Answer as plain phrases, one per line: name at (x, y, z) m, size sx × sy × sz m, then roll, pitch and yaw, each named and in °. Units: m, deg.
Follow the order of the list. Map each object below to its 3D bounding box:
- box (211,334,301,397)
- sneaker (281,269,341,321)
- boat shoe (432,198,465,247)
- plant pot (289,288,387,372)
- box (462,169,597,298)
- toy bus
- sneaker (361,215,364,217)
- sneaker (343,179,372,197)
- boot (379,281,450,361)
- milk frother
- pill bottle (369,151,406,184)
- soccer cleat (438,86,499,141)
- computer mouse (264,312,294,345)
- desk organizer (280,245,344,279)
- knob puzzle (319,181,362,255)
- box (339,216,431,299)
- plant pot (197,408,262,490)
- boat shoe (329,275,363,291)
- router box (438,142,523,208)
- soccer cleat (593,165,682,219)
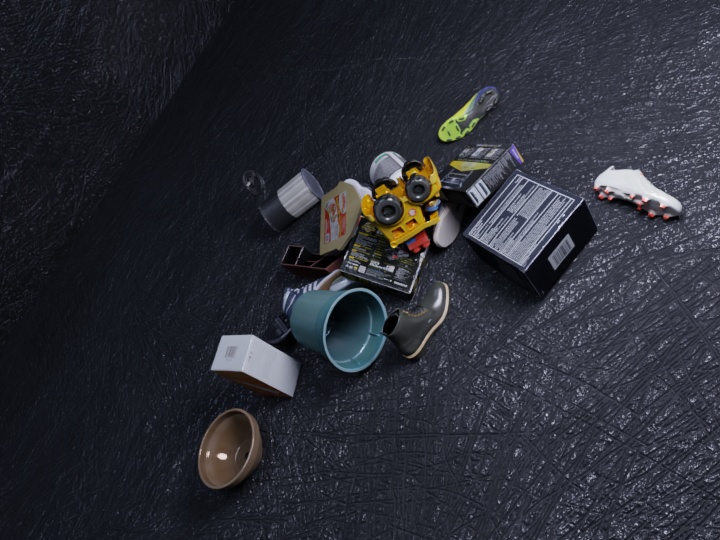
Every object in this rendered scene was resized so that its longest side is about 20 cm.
box at (-0.271, 0.254, 1.547) m, size 0.123 × 0.200 × 0.099 m, roll -6°, pitch 58°, yaw 37°
sneaker at (-0.136, 0.058, 1.618) m, size 0.200 × 0.070 × 0.108 m, roll -47°, pitch 44°, yaw -9°
boat shoe at (0.211, -0.146, 1.513) m, size 0.092 × 0.075 × 0.202 m, roll 0°, pitch 55°, yaw 47°
plant pot at (-0.069, 0.134, 1.477) m, size 0.195 × 0.200 × 0.202 m, roll 8°, pitch 68°, yaw 50°
box at (0.371, -0.085, 1.292) m, size 0.201 × 0.123 × 0.198 m, roll -49°, pitch 44°, yaw -1°
toy bus at (0.128, -0.145, 1.423) m, size 0.198 × 0.193 × 0.136 m, roll -31°, pitch 25°, yaw 15°
sneaker at (0.004, -0.110, 1.640) m, size 0.079 × 0.090 × 0.199 m, roll -52°, pitch 45°, yaw -4°
sneaker at (0.042, -0.193, 1.673) m, size 0.199 × 0.114 × 0.076 m, roll 38°, pitch 110°, yaw 12°
boot at (0.131, 0.095, 1.363) m, size 0.077 × 0.138 × 0.202 m, roll 9°, pitch 68°, yaw 43°
milk frother at (-0.251, -0.265, 1.876) m, size 0.187 × 0.200 × 0.182 m, roll -35°, pitch 42°, yaw 15°
pill bottle at (0.107, -0.240, 1.604) m, size 0.113 × 0.113 × 0.201 m, roll -43°, pitch 34°, yaw 7°
soccer cleat at (0.303, -0.434, 1.640) m, size 0.199 × 0.065 × 0.084 m, roll -39°, pitch 15°, yaw 19°
computer mouse at (-0.180, 0.148, 1.656) m, size 0.199 × 0.053 × 0.139 m, roll -37°, pitch 42°, yaw -3°
desk organizer at (-0.135, -0.022, 1.705) m, size 0.198 × 0.077 × 0.073 m, roll 6°, pitch 66°, yaw 42°
knob puzzle at (-0.046, -0.149, 1.611) m, size 0.218 × 0.030 × 0.223 m, roll -23°, pitch 61°, yaw 51°
box at (0.065, -0.033, 1.506) m, size 0.197 × 0.049 × 0.162 m, roll 17°, pitch 71°, yaw 14°
plant pot at (-0.320, 0.471, 1.523) m, size 0.199 × 0.092 × 0.203 m, roll -22°, pitch 51°, yaw 29°
boat shoe at (0.000, 0.000, 1.570) m, size 0.198 × 0.072 × 0.063 m, roll -30°, pitch 71°, yaw 3°
router box at (0.270, -0.231, 1.400) m, size 0.157 × 0.052 × 0.200 m, roll -45°, pitch 22°, yaw -4°
soccer cleat at (0.579, -0.170, 1.219) m, size 0.078 × 0.069 × 0.199 m, roll -50°, pitch 40°, yaw -4°
